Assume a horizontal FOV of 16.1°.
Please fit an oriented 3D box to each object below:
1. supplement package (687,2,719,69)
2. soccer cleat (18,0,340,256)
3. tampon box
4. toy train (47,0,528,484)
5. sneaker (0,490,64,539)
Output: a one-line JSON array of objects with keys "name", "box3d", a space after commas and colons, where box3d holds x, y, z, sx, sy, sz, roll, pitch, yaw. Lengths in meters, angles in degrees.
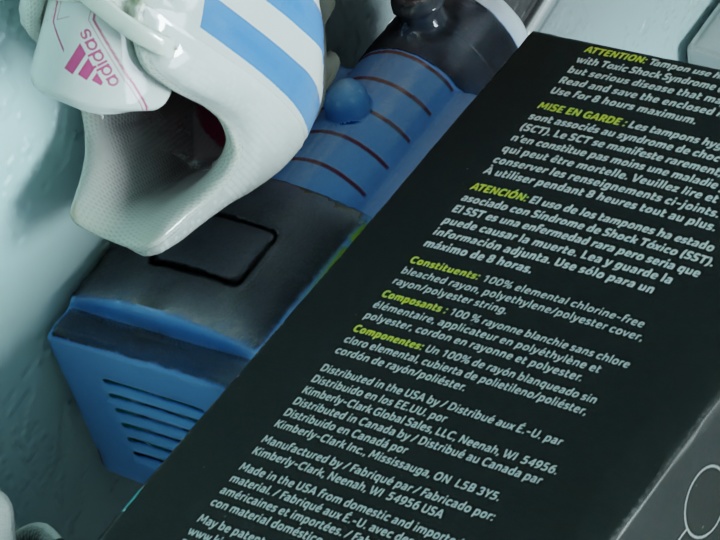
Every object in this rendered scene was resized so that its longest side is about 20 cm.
[{"name": "supplement package", "box3d": [0.246, -0.055, 1.021, 0.117, 0.199, 0.117, -52, 148, -32]}, {"name": "soccer cleat", "box3d": [-0.046, -0.088, 0.595, 0.086, 0.070, 0.200, -48, 147, -36]}, {"name": "tampon box", "box3d": [0.058, 0.065, 0.657, 0.200, 0.126, 0.150, -49, 137, -28]}, {"name": "toy train", "box3d": [0.000, 0.000, 0.732, 0.200, 0.086, 0.114, -51, 142, -31]}, {"name": "sneaker", "box3d": [-0.083, 0.117, 0.677, 0.200, 0.075, 0.081, 56, 50, -59]}]
